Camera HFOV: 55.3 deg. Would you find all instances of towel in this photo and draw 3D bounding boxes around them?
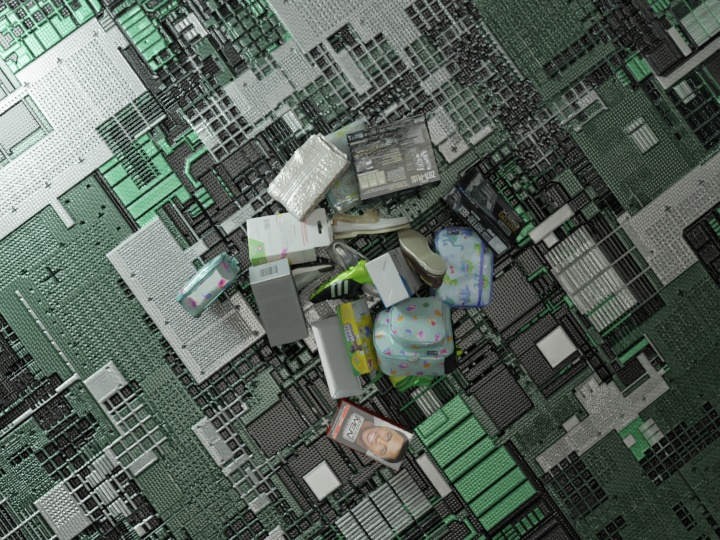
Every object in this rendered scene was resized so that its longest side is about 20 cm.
[{"bbox_3d":[-0.126,-0.231,1.684,0.132,0.034,0.201,41,95,23],"label":"towel"},{"bbox_3d":[-0.030,-0.260,1.730,0.169,0.048,0.202,-25,78,-6],"label":"towel"}]

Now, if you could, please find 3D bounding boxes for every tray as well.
[{"bbox_3d":[-0.055,0.217,1.721,0.106,0.022,0.203,-17,89,36],"label":"tray"}]

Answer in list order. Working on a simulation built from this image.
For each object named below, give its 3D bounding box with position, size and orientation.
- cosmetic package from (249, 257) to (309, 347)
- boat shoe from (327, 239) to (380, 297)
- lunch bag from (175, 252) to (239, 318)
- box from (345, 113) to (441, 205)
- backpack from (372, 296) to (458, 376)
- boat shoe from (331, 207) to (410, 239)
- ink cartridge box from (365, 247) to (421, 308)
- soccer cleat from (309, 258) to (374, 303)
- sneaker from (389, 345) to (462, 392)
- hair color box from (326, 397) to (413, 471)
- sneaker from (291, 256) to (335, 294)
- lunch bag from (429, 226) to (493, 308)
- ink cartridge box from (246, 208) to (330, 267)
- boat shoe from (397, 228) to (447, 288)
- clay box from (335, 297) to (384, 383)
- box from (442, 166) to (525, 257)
[{"bbox_3d":[-0.196,0.079,1.663,0.100,0.072,0.202,-14,125,-3],"label":"cosmetic package"},{"bbox_3d":[0.000,0.000,1.721,0.199,0.069,0.071,38,86,-6],"label":"boat shoe"},{"bbox_3d":[-0.361,0.027,1.649,0.077,0.200,0.160,44,88,-11],"label":"lunch bag"},{"bbox_3d":[0.079,-0.264,1.647,0.197,0.086,0.166,-14,86,3],"label":"box"},{"bbox_3d":[0.125,0.161,1.654,0.197,0.154,0.177,-10,46,11],"label":"backpack"},{"bbox_3d":[0.025,-0.124,1.724,0.197,0.075,0.069,-8,91,1],"label":"boat shoe"},{"bbox_3d":[0.084,0.013,1.675,0.066,0.200,0.117,-27,89,15],"label":"ink cartridge box"},{"bbox_3d":[-0.044,0.046,1.690,0.199,0.068,0.081,-30,101,31],"label":"soccer cleat"},{"bbox_3d":[0.165,0.241,1.733,0.198,0.074,0.084,-23,123,-10],"label":"sneaker"},{"bbox_3d":[0.023,0.408,1.719,0.198,0.061,0.103,25,87,-2],"label":"hair color box"},{"bbox_3d":[-0.156,0.022,1.724,0.198,0.074,0.080,-20,109,-3],"label":"sneaker"},{"bbox_3d":[0.258,-0.007,1.730,0.158,0.082,0.203,5,89,-5],"label":"lunch bag"},{"bbox_3d":[-0.175,-0.078,1.700,0.197,0.068,0.119,-9,62,-2],"label":"ink cartridge box"},{"bbox_3d":[0.147,-0.033,1.693,0.071,0.200,0.060,-14,130,-23],"label":"boat shoe"},{"bbox_3d":[0.002,0.174,1.694,0.047,0.115,0.203,-15,89,21],"label":"clay box"},{"bbox_3d":[0.309,-0.148,1.700,0.200,0.158,0.050,47,128,0],"label":"box"}]
